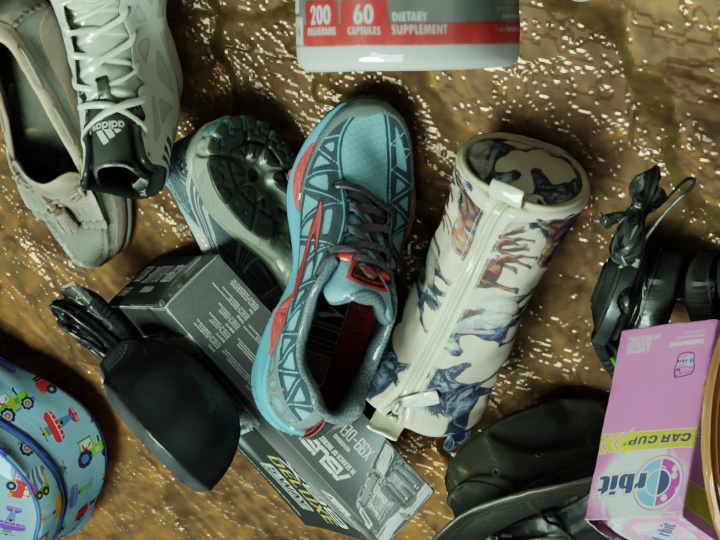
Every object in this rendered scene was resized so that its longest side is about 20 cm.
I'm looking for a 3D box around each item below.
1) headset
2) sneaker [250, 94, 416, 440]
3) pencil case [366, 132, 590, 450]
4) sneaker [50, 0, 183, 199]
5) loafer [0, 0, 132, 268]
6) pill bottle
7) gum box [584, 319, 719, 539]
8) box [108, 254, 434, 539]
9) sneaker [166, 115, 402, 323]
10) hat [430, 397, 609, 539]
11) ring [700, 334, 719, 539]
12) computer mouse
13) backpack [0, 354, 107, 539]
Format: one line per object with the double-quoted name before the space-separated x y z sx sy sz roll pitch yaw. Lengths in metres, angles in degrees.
"headset" 0.179 0.025 1.347 0.123 0.094 0.201 2 136 26
"sneaker" 0.000 0.000 1.372 0.079 0.201 0.095 11 180 -21
"pencil case" 0.064 0.010 1.392 0.077 0.090 0.201 24 127 2
"sneaker" -0.135 -0.120 1.358 0.075 0.116 0.201 -11 138 3
"loafer" -0.194 -0.080 1.481 0.072 0.063 0.201 4 126 24
"pill bottle" 0.022 -0.200 1.198 0.113 0.114 0.201 1 96 27
"gum box" 0.215 0.123 1.340 0.066 0.114 0.200 -9 148 41
"box" -0.058 0.078 1.488 0.200 0.050 0.158 48 166 -13
"sneaker" -0.049 -0.009 1.468 0.086 0.078 0.201 -3 124 53
"hat" 0.113 0.127 1.460 0.199 0.081 0.201 -14 155 -7
"ring" 0.246 0.092 1.298 0.019 0.200 0.201 -3 124 48
"computer mouse" -0.115 0.070 1.436 0.053 0.200 0.139 -43 108 -2
"backpack" -0.282 0.133 1.643 0.199 0.135 0.183 27 133 2
